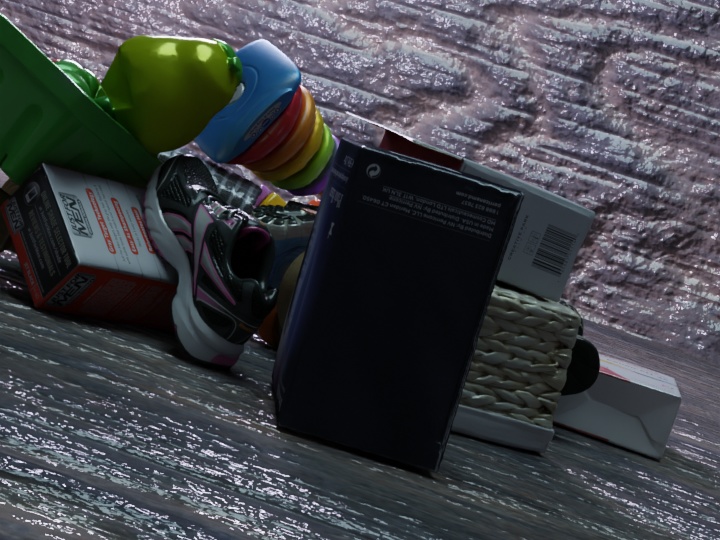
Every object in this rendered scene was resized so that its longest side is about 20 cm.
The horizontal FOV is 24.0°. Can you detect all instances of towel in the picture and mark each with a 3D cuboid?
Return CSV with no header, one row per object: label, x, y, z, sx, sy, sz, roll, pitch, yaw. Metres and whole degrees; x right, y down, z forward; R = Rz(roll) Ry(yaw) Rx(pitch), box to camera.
towel,-0.176,-0.087,1.604,0.165,0.086,0.200,28,6,-5

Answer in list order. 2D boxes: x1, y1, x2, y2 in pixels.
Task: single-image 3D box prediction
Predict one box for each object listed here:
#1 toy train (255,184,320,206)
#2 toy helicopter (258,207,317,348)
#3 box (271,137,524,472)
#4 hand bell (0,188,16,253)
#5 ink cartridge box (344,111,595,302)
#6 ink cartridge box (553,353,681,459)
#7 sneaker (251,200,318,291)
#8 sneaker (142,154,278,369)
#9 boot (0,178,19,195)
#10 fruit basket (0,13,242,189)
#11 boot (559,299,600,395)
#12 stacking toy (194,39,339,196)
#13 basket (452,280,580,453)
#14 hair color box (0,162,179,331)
toy train,-0.062,-0.008,1.762,0.150,0.056,0.200,30,-36,19
toy helicopter,0.000,0.000,1.520,0.079,0.133,0.200,21,26,37
box,0.018,0.017,1.212,0.123,0.199,0.200,16,4,-6
hand bell,-0.266,-0.017,1.389,0.200,0.104,0.104,31,-2,-27
ink cartridge box,0.074,-0.059,1.451,0.175,0.084,0.200,21,4,-20
ink cartridge box,0.256,0.128,1.707,0.116,0.068,0.200,18,4,6
sneaker,-0.052,-0.015,1.589,0.078,0.090,0.200,13,9,24
sneaker,-0.106,-0.020,1.331,0.080,0.086,0.200,23,36,-45
boot,-0.229,-0.023,1.571,0.200,0.074,0.155,31,8,14
fruit basket,-0.205,-0.140,1.393,0.155,0.216,0.215,42,14,23
boot,0.119,0.067,1.584,0.203,0.074,0.154,4,13,5
stacking toy,-0.060,-0.112,1.612,0.200,0.116,0.110,42,3,-40
basket,0.067,0.058,1.409,0.199,0.124,0.136,18,5,-22
hair color box,-0.184,-0.013,1.366,0.200,0.061,0.102,15,43,-50
